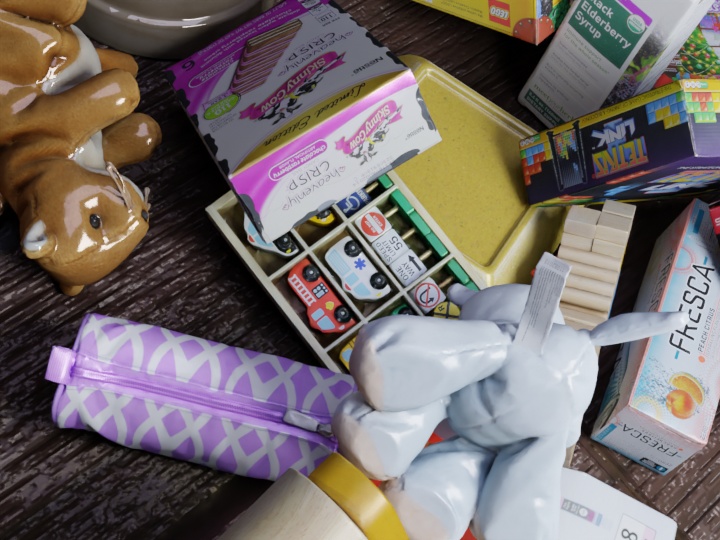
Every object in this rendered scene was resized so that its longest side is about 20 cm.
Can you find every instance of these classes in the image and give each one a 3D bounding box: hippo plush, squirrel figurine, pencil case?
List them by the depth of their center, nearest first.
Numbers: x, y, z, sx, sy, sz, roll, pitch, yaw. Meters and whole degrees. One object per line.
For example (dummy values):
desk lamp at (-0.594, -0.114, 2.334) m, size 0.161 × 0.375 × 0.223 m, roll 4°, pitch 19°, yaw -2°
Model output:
hippo plush at (0.069, 0.057, 0.731) m, size 0.159 × 0.201 × 0.161 m, roll 23°, pitch 17°, yaw -5°
pencil case at (-0.097, 0.086, 0.765) m, size 0.199 × 0.085 × 0.084 m, roll 13°, pitch 91°, yaw -5°
squirrel figurine at (-0.234, -0.072, 0.811) m, size 0.199 × 0.142 × 0.187 m, roll -14°, pitch 75°, yaw -6°

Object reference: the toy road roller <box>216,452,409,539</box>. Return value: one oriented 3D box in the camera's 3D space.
toy road roller at (0.002, 0.210, 0.643) m, size 0.123 × 0.200 × 0.146 m, roll -43°, pitch 54°, yaw -16°

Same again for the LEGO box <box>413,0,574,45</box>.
LEGO box at (0.107, -0.281, 0.985) m, size 0.200 × 0.077 × 0.149 m, roll 28°, pitch 55°, yaw 33°

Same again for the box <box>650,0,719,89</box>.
box at (0.332, -0.181, 1.055) m, size 0.199 × 0.039 × 0.137 m, roll 2°, pitch 60°, yaw -14°

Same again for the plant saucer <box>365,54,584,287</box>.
plant saucer at (0.067, -0.070, 0.919) m, size 0.200 × 0.048 × 0.200 m, roll 33°, pitch 59°, yaw 6°

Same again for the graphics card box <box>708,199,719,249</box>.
graphics card box at (0.336, 0.036, 0.877) m, size 0.125 × 0.051 × 0.201 m, roll -7°, pitch 82°, yaw -38°

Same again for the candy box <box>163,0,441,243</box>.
candy box at (-0.048, -0.117, 0.826) m, size 0.136 × 0.061 × 0.200 m, roll -31°, pitch 36°, yaw -4°

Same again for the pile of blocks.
pile of blocks at (0.146, 0.039, 0.862) m, size 0.062 × 0.082 × 0.201 m, roll 14°, pitch 69°, yaw 13°

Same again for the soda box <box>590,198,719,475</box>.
soda box at (0.237, 0.046, 0.885) m, size 0.063 × 0.068 × 0.200 m, roll 27°, pitch 57°, yaw 0°

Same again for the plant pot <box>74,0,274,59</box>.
plant pot at (-0.147, -0.293, 0.915) m, size 0.199 × 0.174 × 0.201 m, roll 7°, pitch 60°, yaw -12°

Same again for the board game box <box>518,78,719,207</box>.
board game box at (0.247, -0.092, 0.880) m, size 0.199 × 0.165 × 0.057 m, roll -5°, pitch 85°, yaw -33°

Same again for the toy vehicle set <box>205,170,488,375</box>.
toy vehicle set at (0.000, 0.000, 0.840) m, size 0.124 × 0.027 × 0.200 m, roll -37°, pitch 81°, yaw -10°

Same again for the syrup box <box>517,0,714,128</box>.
syrup box at (0.206, -0.187, 0.931) m, size 0.079 × 0.200 × 0.081 m, roll 44°, pitch 60°, yaw 11°

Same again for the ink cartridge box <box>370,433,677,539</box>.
ink cartridge box at (0.093, 0.194, 0.777) m, size 0.200 × 0.057 × 0.163 m, roll 29°, pitch 58°, yaw -3°
